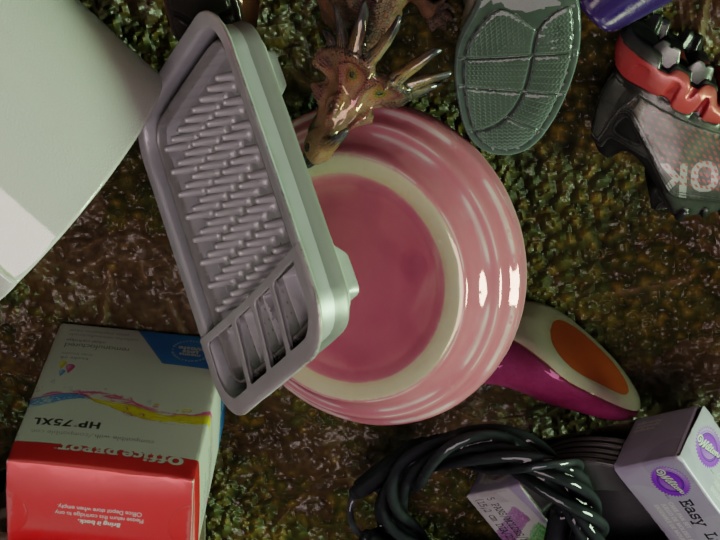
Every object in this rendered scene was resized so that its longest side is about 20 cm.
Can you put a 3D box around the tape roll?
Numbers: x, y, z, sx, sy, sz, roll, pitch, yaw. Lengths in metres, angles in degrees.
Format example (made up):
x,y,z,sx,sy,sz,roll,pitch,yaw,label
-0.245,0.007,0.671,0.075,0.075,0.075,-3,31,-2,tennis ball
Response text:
x,y,z,sx,sy,sz,roll,pitch,yaw,label
-0.227,-0.080,0.990,0.202,0.203,0.139,-40,111,22,tape roll

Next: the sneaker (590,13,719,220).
x,y,z,sx,sy,sz,roll,pitch,yaw,label
0.223,-0.067,1.045,0.199,0.071,0.098,27,117,-9,sneaker

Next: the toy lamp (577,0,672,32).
x,y,z,sx,sy,sz,roll,pitch,yaw,label
0.200,-0.212,0.976,0.058,0.058,0.200,41,111,-18,toy lamp

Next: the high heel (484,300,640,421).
x,y,z,sx,sy,sz,roll,pitch,yaw,label
0.079,0.061,1.133,0.199,0.068,0.096,31,123,-5,high heel

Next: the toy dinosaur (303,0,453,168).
x,y,z,sx,sy,sz,roll,pitch,yaw,label
0.007,-0.167,0.965,0.085,0.136,0.202,-1,118,4,toy dinosaur

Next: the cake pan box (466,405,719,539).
x,y,z,sx,sy,sz,roll,pitch,yaw,label
0.192,0.180,1.151,0.183,0.052,0.201,-18,119,42,cake pan box

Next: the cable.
x,y,z,sx,sy,sz,roll,pitch,yaw,label
0.083,0.167,1.135,0.163,0.051,0.200,40,141,-7,cable

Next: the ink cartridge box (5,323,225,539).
x,y,z,sx,sy,sz,roll,pitch,yaw,label
-0.151,0.116,1.092,0.115,0.201,0.068,5,119,0,ink cartridge box

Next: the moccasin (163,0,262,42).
x,y,z,sx,sy,sz,roll,pitch,yaw,label
-0.087,-0.224,0.980,0.073,0.078,0.203,-2,124,22,moccasin

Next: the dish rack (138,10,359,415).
x,y,z,sx,sy,sz,roll,pitch,yaw,label
-0.063,-0.032,0.997,0.043,0.202,0.172,-14,167,-26,dish rack

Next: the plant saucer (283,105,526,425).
x,y,z,sx,sy,sz,roll,pitch,yaw,label
0.000,0.000,1.064,0.198,0.051,0.203,5,104,22,plant saucer

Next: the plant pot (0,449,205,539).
x,y,z,sx,sy,sz,roll,pitch,yaw,label
-0.184,0.231,1.171,0.198,0.201,0.200,6,112,0,plant pot

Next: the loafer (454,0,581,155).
x,y,z,sx,sy,sz,roll,pitch,yaw,label
0.092,-0.166,1.007,0.071,0.063,0.202,3,122,1,loafer
